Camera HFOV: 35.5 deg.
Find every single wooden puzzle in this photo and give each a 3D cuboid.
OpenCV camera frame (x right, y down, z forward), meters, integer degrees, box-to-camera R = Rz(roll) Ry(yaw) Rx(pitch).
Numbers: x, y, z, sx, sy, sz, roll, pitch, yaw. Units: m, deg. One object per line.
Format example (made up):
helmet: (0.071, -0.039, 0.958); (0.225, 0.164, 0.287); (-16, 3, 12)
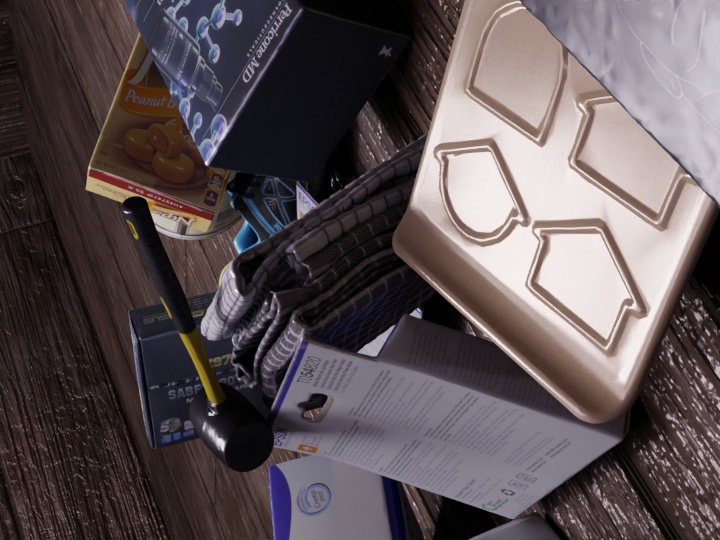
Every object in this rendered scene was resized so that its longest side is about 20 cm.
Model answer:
wooden puzzle: (0.108, -0.054, 0.575); (0.185, 0.046, 0.201); (43, 126, 38)

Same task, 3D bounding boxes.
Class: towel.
towel: (0.000, 0.000, 0.743); (0.086, 0.199, 0.166); (54, 157, 6)

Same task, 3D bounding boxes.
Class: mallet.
mallet: (-0.102, 0.046, 0.704); (0.066, 0.041, 0.201); (40, 153, 45)

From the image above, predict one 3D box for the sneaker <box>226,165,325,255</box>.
sneaker: (-0.077, -0.082, 0.996); (0.073, 0.081, 0.201); (-117, 20, -47)

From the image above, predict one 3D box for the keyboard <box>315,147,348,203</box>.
keyboard: (-0.039, -0.119, 1.019); (0.127, 0.020, 0.202); (-156, 52, -71)

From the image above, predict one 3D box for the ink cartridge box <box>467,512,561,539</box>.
ink cartridge box: (0.127, 0.302, 0.800); (0.145, 0.084, 0.201); (-131, 31, -51)

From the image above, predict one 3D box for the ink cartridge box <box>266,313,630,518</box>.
ink cartridge box: (0.044, 0.094, 0.728); (0.200, 0.198, 0.041); (118, 168, -61)

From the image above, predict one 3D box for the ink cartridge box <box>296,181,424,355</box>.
ink cartridge box: (0.008, 0.048, 0.967); (0.196, 0.043, 0.201); (47, 146, 40)

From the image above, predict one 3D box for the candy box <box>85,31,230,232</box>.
candy box: (-0.157, -0.148, 1.000); (0.055, 0.115, 0.202); (137, 151, -66)

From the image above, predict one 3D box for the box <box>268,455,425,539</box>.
box: (0.005, 0.277, 0.933); (0.201, 0.104, 0.185); (69, -172, -45)

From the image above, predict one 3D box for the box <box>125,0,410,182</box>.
box: (-0.078, -0.193, 0.863); (0.149, 0.106, 0.201); (-52, 52, 31)

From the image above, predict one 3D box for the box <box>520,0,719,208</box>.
box: (0.161, -0.123, 0.334); (0.201, 0.123, 0.197); (97, 151, -46)

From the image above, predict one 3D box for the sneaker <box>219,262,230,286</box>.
sneaker: (-0.116, 0.089, 1.303); (0.082, 0.073, 0.202); (21, 125, 63)

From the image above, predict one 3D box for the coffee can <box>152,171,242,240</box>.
coffee can: (-0.167, -0.137, 1.156); (0.200, 0.145, 0.147); (123, 128, -64)

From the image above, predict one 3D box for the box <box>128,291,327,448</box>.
box: (-0.130, 0.092, 1.155); (0.051, 0.198, 0.159); (-121, 26, -47)
